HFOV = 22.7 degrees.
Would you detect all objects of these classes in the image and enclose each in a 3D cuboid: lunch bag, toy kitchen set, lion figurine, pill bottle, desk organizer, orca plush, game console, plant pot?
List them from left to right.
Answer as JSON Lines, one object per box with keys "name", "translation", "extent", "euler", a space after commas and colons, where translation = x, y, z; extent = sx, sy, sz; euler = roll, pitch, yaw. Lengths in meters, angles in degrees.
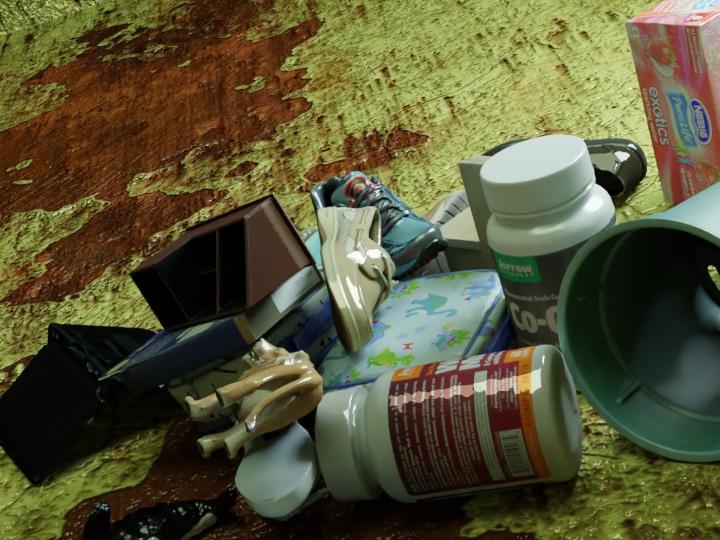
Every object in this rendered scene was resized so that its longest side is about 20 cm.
{"name": "game console", "translation": [-0.265, 0.133, 1.811], "extent": [0.175, 0.117, 0.200], "euler": [5, 12, -28]}
{"name": "orca plush", "translation": [-0.192, 0.222, 1.485], "extent": [0.199, 0.072, 0.105], "euler": [-27, 24, -19]}
{"name": "desk organizer", "translation": [-0.126, -0.003, 1.589], "extent": [0.077, 0.072, 0.200], "euler": [-37, 10, -27]}
{"name": "lion figurine", "translation": [-0.070, 0.103, 1.449], "extent": [0.122, 0.073, 0.200], "euler": [-21, 8, -19]}
{"name": "lunch bag", "translation": [-0.080, 0.072, 1.686], "extent": [0.160, 0.076, 0.200], "euler": [-23, 16, 44]}
{"name": "lunch bag", "translation": [0.060, 0.077, 1.601], "extent": [0.160, 0.083, 0.200], "euler": [-10, 24, 26]}
{"name": "pill bottle", "translation": [0.071, 0.128, 1.445], "extent": [0.199, 0.110, 0.110], "euler": [-10, 24, 18]}
{"name": "toy kitchen set", "translation": [0.187, -0.067, 1.725], "extent": [0.199, 0.164, 0.180], "euler": [9, 35, 47]}
{"name": "pill bottle", "translation": [0.173, -0.007, 1.552], "extent": [0.112, 0.201, 0.113], "euler": [-16, 23, 7]}
{"name": "plant pot", "translation": [0.292, 0.020, 1.437], "extent": [0.199, 0.202, 0.196], "euler": [1, 21, 38]}

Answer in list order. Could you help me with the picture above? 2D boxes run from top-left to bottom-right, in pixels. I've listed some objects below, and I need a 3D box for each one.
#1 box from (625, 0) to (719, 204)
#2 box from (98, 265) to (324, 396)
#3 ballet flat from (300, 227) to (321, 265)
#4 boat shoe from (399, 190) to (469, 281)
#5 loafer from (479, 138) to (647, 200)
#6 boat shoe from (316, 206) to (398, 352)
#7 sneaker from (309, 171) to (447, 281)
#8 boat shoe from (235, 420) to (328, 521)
{"name": "box", "translation": [0.348, -0.169, 1.781], "extent": [0.094, 0.201, 0.102], "euler": [-30, 26, -31]}
{"name": "box", "translation": [-0.136, 0.056, 1.623], "extent": [0.199, 0.033, 0.121], "euler": [-23, 11, 38]}
{"name": "ballet flat", "translation": [-0.087, 0.017, 1.893], "extent": [0.075, 0.068, 0.200], "euler": [-31, 8, 33]}
{"name": "boat shoe", "translation": [0.062, -0.022, 1.838], "extent": [0.071, 0.076, 0.200], "euler": [-5, 25, 33]}
{"name": "loafer", "translation": [0.200, -0.099, 1.899], "extent": [0.199, 0.073, 0.071], "euler": [-9, 23, 22]}
{"name": "boat shoe", "translation": [0.000, 0.000, 1.615], "extent": [0.064, 0.073, 0.200], "euler": [-11, 31, 1]}
{"name": "sneaker", "translation": [0.006, -0.046, 1.747], "extent": [0.079, 0.096, 0.200], "euler": [-36, 24, -23]}
{"name": "boat shoe", "translation": [-0.066, 0.173, 1.506], "extent": [0.073, 0.068, 0.199], "euler": [-25, 17, -6]}
